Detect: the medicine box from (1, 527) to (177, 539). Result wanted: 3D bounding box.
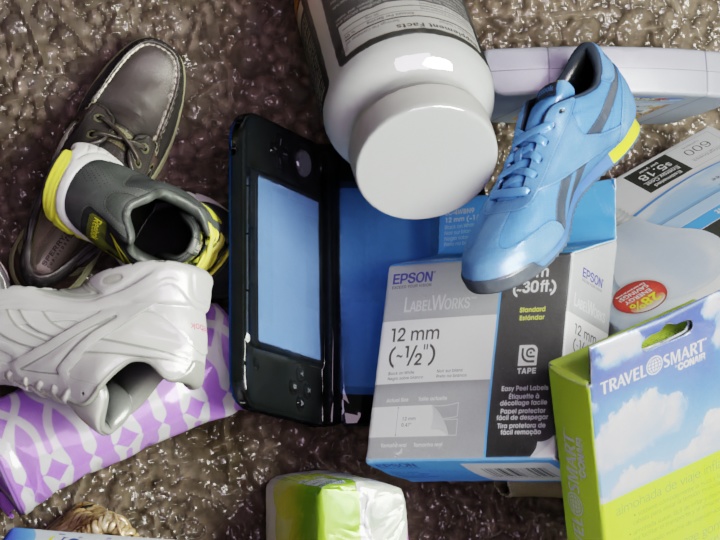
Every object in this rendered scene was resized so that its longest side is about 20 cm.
[{"bbox_3d":[-0.130,0.265,1.255,0.199,0.103,0.183,3,109,7],"label":"medicine box"}]

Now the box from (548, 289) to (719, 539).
[{"bbox_3d":[0.180,0.111,1.275,0.121,0.048,0.201,-21,117,-28],"label":"box"}]

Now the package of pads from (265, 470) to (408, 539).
[{"bbox_3d":[-0.015,0.236,1.384,0.068,0.154,0.201,-1,88,-16],"label":"package of pads"}]

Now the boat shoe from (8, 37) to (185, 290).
[{"bbox_3d":[-0.171,-0.069,1.402,0.073,0.065,0.201,26,79,-11],"label":"boat shoe"}]

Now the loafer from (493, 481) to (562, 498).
[{"bbox_3d":[0.128,0.136,1.475,0.199,0.076,0.069,30,81,-3],"label":"loafer"}]

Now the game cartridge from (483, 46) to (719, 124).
[{"bbox_3d":[0.166,-0.130,1.466,0.199,0.133,0.042,-1,89,-15],"label":"game cartridge"}]

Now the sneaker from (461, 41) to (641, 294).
[{"bbox_3d":[0.112,-0.069,1.326,0.200,0.066,0.079,-52,130,-35],"label":"sneaker"}]

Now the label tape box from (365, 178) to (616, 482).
[{"bbox_3d":[0.087,0.034,1.348,0.066,0.143,0.201,25,66,-52],"label":"label tape box"}]

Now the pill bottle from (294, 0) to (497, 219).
[{"bbox_3d":[0.025,-0.134,1.385,0.116,0.117,0.201,-7,44,-7],"label":"pill bottle"}]

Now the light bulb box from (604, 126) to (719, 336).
[{"bbox_3d":[0.235,0.023,1.426,0.198,0.200,0.125,-29,122,-16],"label":"light bulb box"}]

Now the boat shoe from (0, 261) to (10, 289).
[{"bbox_3d":[-0.318,0.044,1.352,0.199,0.068,0.075,-25,94,-16],"label":"boat shoe"}]

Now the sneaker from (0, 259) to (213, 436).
[{"bbox_3d":[-0.185,0.058,1.315,0.199,0.078,0.100,-14,69,23],"label":"sneaker"}]

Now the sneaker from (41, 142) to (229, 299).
[{"bbox_3d":[-0.124,-0.016,1.366,0.200,0.084,0.075,25,93,-50],"label":"sneaker"}]

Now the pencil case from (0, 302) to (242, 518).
[{"bbox_3d":[-0.163,0.096,1.389,0.199,0.084,0.086,-24,129,-14],"label":"pencil case"}]

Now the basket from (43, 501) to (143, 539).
[{"bbox_3d":[-0.154,0.265,1.346,0.143,0.149,0.200,-45,100,-13],"label":"basket"}]

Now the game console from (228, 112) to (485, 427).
[{"bbox_3d":[0.000,0.000,1.403,0.118,0.170,0.201,-8,76,26],"label":"game console"}]
